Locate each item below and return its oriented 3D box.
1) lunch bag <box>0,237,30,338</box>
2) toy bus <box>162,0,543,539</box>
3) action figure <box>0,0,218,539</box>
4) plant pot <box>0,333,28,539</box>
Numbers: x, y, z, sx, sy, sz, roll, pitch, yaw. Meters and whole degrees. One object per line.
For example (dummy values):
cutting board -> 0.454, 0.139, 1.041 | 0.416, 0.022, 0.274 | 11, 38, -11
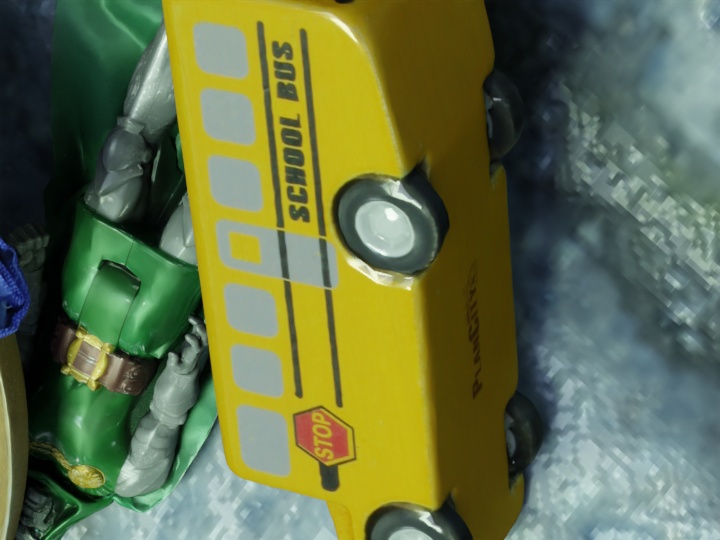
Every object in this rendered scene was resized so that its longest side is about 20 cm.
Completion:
lunch bag -> -0.212, -0.021, 0.795 | 0.169, 0.199, 0.128 | -8, 59, 49
toy bus -> 0.000, 0.000, 0.793 | 0.078, 0.065, 0.201 | 11, 127, 22
action figure -> -0.068, 0.003, 0.873 | 0.118, 0.055, 0.201 | 29, 116, 15
plant pot -> -0.168, 0.024, 0.913 | 0.199, 0.027, 0.201 | 18, 118, 37
